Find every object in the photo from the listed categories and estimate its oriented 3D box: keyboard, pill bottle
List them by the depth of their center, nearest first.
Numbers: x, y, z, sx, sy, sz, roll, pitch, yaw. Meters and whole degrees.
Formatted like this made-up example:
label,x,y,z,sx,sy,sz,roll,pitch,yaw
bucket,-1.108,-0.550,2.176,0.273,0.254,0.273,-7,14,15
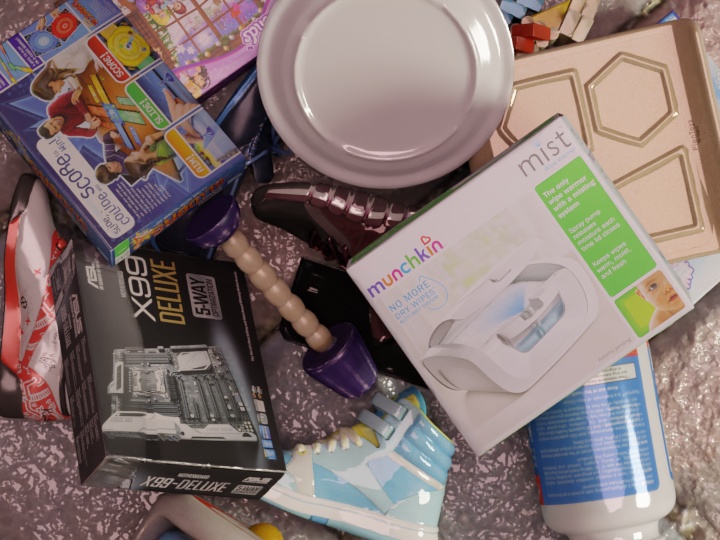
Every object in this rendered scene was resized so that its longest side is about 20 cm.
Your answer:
label,x,y,z,sx,sy,sz,roll,pitch,yaw
pill bottle,0.195,0.152,1.559,0.112,0.112,0.201,-9,85,-3
keyboard,0.039,0.038,1.607,0.199,0.040,0.105,19,107,-1

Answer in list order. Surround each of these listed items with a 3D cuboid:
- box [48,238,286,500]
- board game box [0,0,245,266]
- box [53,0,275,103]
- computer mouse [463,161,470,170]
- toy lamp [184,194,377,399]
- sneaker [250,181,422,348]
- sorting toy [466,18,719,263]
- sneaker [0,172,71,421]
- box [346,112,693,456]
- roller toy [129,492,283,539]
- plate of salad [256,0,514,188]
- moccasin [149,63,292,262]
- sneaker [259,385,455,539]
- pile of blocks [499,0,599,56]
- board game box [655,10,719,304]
label,x,y,z,sx,sy,sz,roll,pitch,yaw
box,-0.153,0.078,1.503,0.157,0.050,0.201,10,51,-32
board game box,-0.205,-0.119,1.526,0.135,0.034,0.200,-36,75,-17
box,-0.137,-0.224,1.608,0.200,0.039,0.137,-36,88,-5
computer mouse,0.079,-0.086,1.601,0.199,0.059,0.034,6,101,-1
toy lamp,-0.059,0.026,1.549,0.058,0.058,0.200,-44,115,-5
sneaker,0.000,0.000,1.534,0.199,0.076,0.116,12,81,5
sorting toy,0.186,-0.087,1.506,0.199,0.036,0.186,-13,89,8
sneaker,-0.238,0.024,1.573,0.107,0.067,0.202,3,89,-3
box,0.121,0.007,1.451,0.200,0.097,0.177,-34,92,9
roller toy,-0.103,0.262,1.501,0.200,0.182,0.140,32,84,0
plate of salad,0.019,-0.159,1.482,0.199,0.048,0.201,0,116,0
moccasin,-0.101,-0.092,1.590,0.068,0.080,0.200,32,99,-5
sneaker,-0.016,0.144,1.569,0.199,0.080,0.131,20,87,-11
pile of blocks,0.110,-0.193,1.606,0.199,0.062,0.082,-28,88,-5
board game box,0.250,-0.083,1.581,0.200,0.041,0.200,-39,89,-26
